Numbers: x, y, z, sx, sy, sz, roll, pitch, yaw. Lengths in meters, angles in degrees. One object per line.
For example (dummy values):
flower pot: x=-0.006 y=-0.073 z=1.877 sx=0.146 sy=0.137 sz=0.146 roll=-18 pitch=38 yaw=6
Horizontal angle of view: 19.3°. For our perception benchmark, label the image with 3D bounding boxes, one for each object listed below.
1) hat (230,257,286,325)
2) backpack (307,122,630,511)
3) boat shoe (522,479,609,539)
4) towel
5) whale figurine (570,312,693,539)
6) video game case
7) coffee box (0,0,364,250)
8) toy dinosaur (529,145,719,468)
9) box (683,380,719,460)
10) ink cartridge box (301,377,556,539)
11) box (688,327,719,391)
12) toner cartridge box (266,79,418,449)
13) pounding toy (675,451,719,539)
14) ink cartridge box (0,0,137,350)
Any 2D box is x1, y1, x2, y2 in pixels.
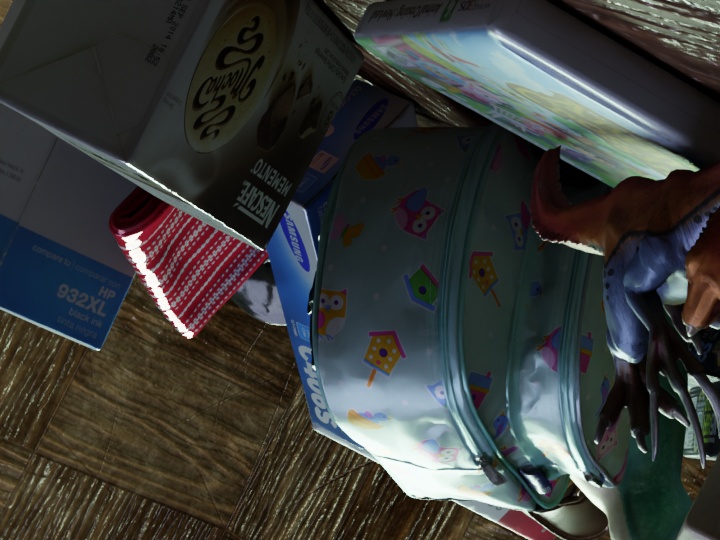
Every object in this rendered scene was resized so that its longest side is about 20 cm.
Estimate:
hat: x=-0.048 y=-0.067 z=1.349 sx=0.200 sy=0.081 sz=0.201 roll=17 pitch=129 yaw=22
backpack: x=0.060 y=0.020 z=1.054 sx=0.153 sy=0.177 sz=0.200 roll=1 pitch=159 yaw=30
boat shoe: x=0.111 y=0.120 z=1.308 sx=0.200 sy=0.072 sz=0.068 roll=56 pitch=-165 yaw=-47
towel: x=-0.068 y=-0.041 z=1.174 sx=0.022 sy=0.145 sz=0.200 roll=40 pitch=170 yaw=17
whale figurine: x=0.150 y=0.066 z=1.199 sx=0.159 sy=0.104 sz=0.201 roll=14 pitch=-131 yaw=-58
video game case: x=0.107 y=-0.053 z=0.832 sx=0.199 sy=0.022 sz=0.182 roll=28 pitch=177 yaw=-16
coffee box: x=-0.078 y=-0.091 z=0.966 sx=0.080 sy=0.113 sz=0.200 roll=26 pitch=177 yaw=17
toy dinosaur: x=0.104 y=-0.003 z=0.741 sx=0.200 sy=0.105 sz=0.182 roll=39 pitch=162 yaw=25
box: x=0.271 y=0.092 z=1.180 sx=0.159 sy=0.045 sz=0.200 roll=7 pitch=175 yaw=2
ink cartridge box: x=0.075 y=0.055 z=1.401 sx=0.199 sy=0.145 sz=0.145 roll=28 pitch=-156 yaw=-24
box: x=0.297 y=0.090 z=1.394 sx=0.198 sy=0.050 sz=0.200 roll=27 pitch=176 yaw=-11
toner cartridge box: x=0.000 y=0.000 z=1.192 sx=0.043 sy=0.095 sz=0.201 roll=25 pitch=146 yaw=32
pounding toy: x=0.246 y=0.103 z=0.905 sx=0.183 sy=0.200 sz=0.142 roll=27 pitch=149 yaw=11
ink cartridge box: x=-0.164 y=-0.075 z=1.193 sx=0.083 sy=0.201 sz=0.145 roll=26 pitch=178 yaw=-32
